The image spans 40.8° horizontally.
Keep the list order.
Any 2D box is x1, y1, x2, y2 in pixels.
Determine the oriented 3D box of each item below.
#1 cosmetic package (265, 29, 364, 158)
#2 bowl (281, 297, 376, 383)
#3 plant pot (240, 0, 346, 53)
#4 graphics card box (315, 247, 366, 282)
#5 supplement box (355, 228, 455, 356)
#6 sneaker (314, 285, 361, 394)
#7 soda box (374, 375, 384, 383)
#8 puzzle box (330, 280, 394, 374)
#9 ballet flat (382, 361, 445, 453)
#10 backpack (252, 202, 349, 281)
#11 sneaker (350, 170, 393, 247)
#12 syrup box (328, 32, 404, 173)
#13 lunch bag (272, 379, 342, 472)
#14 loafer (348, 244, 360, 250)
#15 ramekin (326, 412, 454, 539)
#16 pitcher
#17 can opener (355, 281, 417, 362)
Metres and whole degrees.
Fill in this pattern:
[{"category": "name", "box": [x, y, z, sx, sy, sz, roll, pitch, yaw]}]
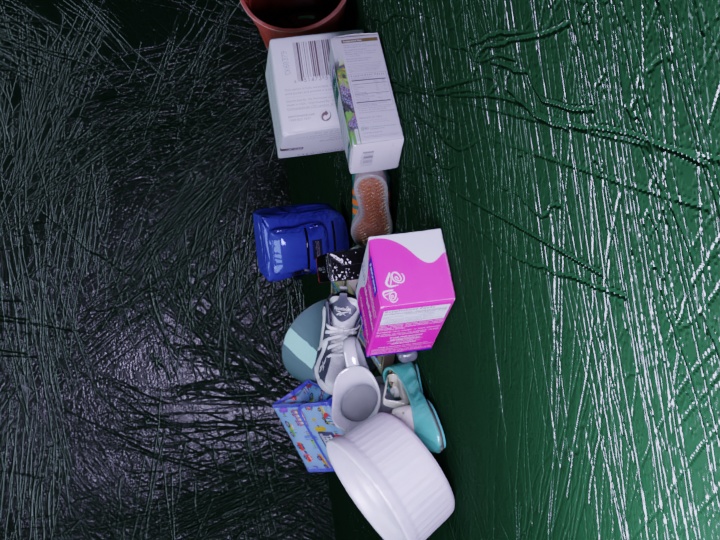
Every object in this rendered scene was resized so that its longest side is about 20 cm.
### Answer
[{"category": "cosmetic package", "box": [-0.073, -0.303, 1.686, 0.200, 0.163, 0.166, 146, 116, -82]}, {"category": "bowl", "box": [-0.042, 0.162, 1.876, 0.105, 0.199, 0.202, 47, 146, 51]}, {"category": "plant pot", "box": [-0.109, -0.469, 1.769, 0.195, 0.199, 0.202, 80, 180, -71]}, {"category": "graphics card box", "box": [-0.004, -0.010, 1.604, 0.200, 0.124, 0.051, 179, 85, -83]}, {"category": "supplement box", "box": [0.056, 0.034, 1.306, 0.200, 0.102, 0.102, 105, 157, -66]}, {"category": "sneaker", "box": [-0.035, 0.108, 1.668, 0.200, 0.079, 0.130, -76, -9, -50]}, {"category": "soda box", "box": [0.045, 0.283, 1.726, 0.201, 0.068, 0.064, -105, 10, -45]}, {"category": "puzzle box", "box": [0.004, 0.079, 1.764, 0.201, 0.025, 0.133, 56, 160, 27]}, {"category": "ballet flat", "box": [0.072, 0.210, 1.463, 0.200, 0.070, 0.068, -111, 16, -58]}, {"category": "backpack", "box": [-0.122, -0.059, 2.156, 0.168, 0.198, 0.164, -137, 41, -62]}, {"category": "sneaker", "box": [0.020, -0.118, 1.572, 0.201, 0.071, 0.080, 93, 180, -55]}, {"category": "syrup box", "box": [0.005, -0.256, 1.470, 0.079, 0.081, 0.201, 101, 159, -63]}, {"category": "lunch bag", "box": [-0.052, 0.287, 1.750, 0.200, 0.094, 0.151, -8, 111, 61]}, {"category": "loafer", "box": [0.000, 0.000, 1.829, 0.070, 0.070, 0.200, 62, 166, 13]}, {"category": "ramekin", "box": [0.047, 0.303, 1.401, 0.201, 0.097, 0.201, 48, 161, 23]}, {"category": "pitcher", "box": [0.016, 0.213, 1.589, 0.200, 0.120, 0.173, 55, -153, -58]}, {"category": "can opener", "box": [0.044, 0.080, 1.581, 0.200, 0.066, 0.053, -119, 14, -56]}]
